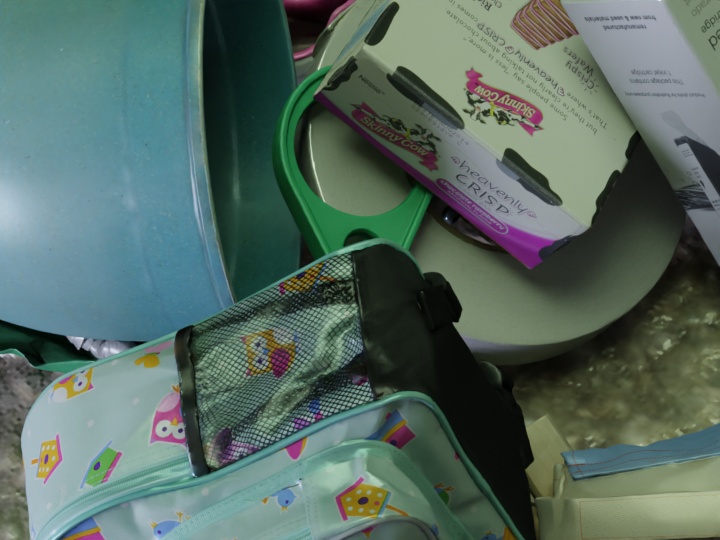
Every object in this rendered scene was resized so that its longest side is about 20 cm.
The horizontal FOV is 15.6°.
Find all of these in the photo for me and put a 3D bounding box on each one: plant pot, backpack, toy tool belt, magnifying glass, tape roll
[{"bbox_3d":[-0.138,-0.058,1.233,0.186,0.201,0.201,-4,50,11],"label":"plant pot"},{"bbox_3d":[-0.039,0.102,1.087,0.199,0.176,0.154,-14,55,16],"label":"backpack"},{"bbox_3d":[0.168,0.101,1.151,0.198,0.125,0.124,-11,58,0],"label":"toy tool belt"},{"bbox_3d":[0.000,0.000,1.217,0.079,0.022,0.202,3,69,-18],"label":"magnifying glass"},{"bbox_3d":[0.063,-0.055,1.286,0.201,0.037,0.204,5,71,-16],"label":"tape roll"}]

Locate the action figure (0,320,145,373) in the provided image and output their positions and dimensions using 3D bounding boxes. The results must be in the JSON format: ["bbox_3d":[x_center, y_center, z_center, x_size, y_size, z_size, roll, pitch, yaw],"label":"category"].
[{"bbox_3d":[-0.141,0.011,1.323,0.199,0.055,0.118,18,53,18],"label":"action figure"}]

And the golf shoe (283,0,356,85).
[{"bbox_3d":[-0.080,-0.108,1.382,0.198,0.092,0.076,-11,51,2],"label":"golf shoe"}]

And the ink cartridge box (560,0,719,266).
[{"bbox_3d":[0.207,-0.088,1.215,0.144,0.201,0.084,-43,24,-20],"label":"ink cartridge box"}]

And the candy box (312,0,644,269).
[{"bbox_3d":[0.084,-0.120,1.252,0.136,0.061,0.201,38,58,-8],"label":"candy box"}]

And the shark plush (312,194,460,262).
[{"bbox_3d":[0.018,-0.069,1.337,0.091,0.084,0.200,30,65,35],"label":"shark plush"}]
